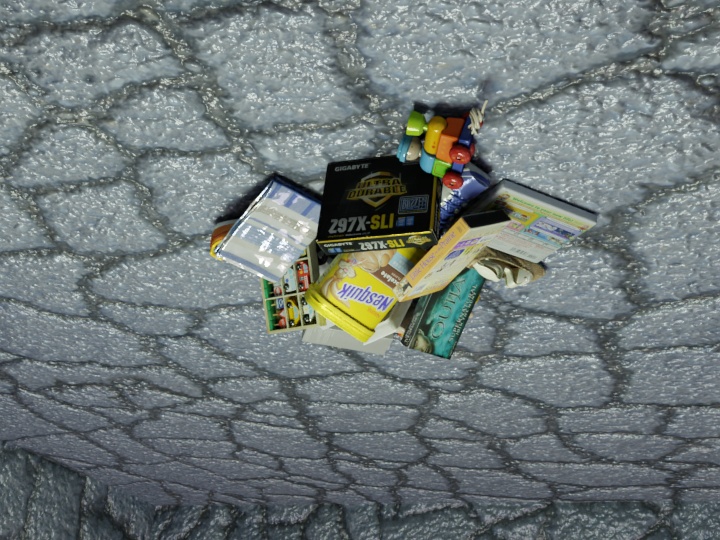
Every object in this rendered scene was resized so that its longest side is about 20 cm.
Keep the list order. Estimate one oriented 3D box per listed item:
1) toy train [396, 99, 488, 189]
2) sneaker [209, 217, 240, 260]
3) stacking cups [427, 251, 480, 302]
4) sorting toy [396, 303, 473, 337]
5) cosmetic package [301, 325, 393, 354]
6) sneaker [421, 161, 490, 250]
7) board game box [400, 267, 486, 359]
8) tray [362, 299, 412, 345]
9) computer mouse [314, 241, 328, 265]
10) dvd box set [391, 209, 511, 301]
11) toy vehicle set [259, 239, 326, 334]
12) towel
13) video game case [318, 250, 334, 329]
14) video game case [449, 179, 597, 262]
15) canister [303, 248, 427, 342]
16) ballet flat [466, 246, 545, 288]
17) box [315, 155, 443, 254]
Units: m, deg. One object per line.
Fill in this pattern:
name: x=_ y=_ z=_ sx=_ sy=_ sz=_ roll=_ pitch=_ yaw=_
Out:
toy train: x=0.122 y=-0.215 z=1.326 sx=0.115 sy=0.085 sz=0.200 roll=18 pitch=153 yaw=6
sneaker: x=-0.202 y=-0.073 z=1.646 sx=0.200 sy=0.077 sz=0.073 roll=-27 pitch=137 yaw=32
stacking cups: x=0.172 y=0.002 z=1.748 sx=0.060 sy=0.061 sz=0.200 roll=-11 pitch=142 yaw=30
sorting toy: x=0.105 y=0.105 z=1.817 sx=0.200 sy=0.037 sz=0.185 roll=-10 pitch=-171 yaw=-37
cosmetic package: x=-0.027 y=0.123 z=1.975 sx=0.200 sy=0.090 sz=0.107 roll=9 pitch=153 yaw=-10
sneaker: x=0.135 y=-0.097 z=1.494 sx=0.080 sy=0.115 sz=0.199 roll=26 pitch=146 yaw=-35
board game box: x=0.166 y=0.069 z=1.710 sx=0.135 sy=0.200 sz=0.028 roll=19 pitch=-175 yaw=-44
tray: x=0.068 y=0.057 z=1.727 sx=0.022 sy=0.200 sz=0.107 roll=44 pitch=139 yaw=-17
computer mouse: x=-0.106 y=-0.015 z=1.726 sx=0.034 sy=0.059 sz=0.200 roll=-14 pitch=164 yaw=-43
dvd box set: x=0.159 y=-0.026 z=1.526 sx=0.146 sy=0.029 sz=0.200 roll=-13 pitch=152 yaw=-50
toy vehicle set: x=-0.136 y=0.016 z=1.683 sx=0.124 sy=0.200 sz=0.026 roll=-12 pitch=174 yaw=30
towel: x=-0.157 y=-0.069 z=1.603 sx=0.147 sy=0.024 sz=0.200 roll=27 pitch=119 yaw=-30
video game case: x=-0.093 y=0.032 z=1.809 sx=0.200 sy=0.022 sz=0.182 roll=43 pitch=140 yaw=-17
video game case: x=0.292 y=-0.085 z=1.585 sx=0.200 sy=0.022 sz=0.182 roll=18 pitch=150 yaw=-19
canister: x=0.014 y=0.011 z=1.596 sx=0.148 sy=0.087 sz=0.200 roll=35 pitch=99 yaw=-21
ballet flat: x=0.277 y=-0.001 z=1.697 sx=0.200 sy=0.065 sz=0.071 roll=18 pitch=146 yaw=-23
box: x=0.034 y=-0.111 z=1.442 sx=0.200 sy=0.160 sz=0.049 roll=-4 pitch=151 yaw=20
